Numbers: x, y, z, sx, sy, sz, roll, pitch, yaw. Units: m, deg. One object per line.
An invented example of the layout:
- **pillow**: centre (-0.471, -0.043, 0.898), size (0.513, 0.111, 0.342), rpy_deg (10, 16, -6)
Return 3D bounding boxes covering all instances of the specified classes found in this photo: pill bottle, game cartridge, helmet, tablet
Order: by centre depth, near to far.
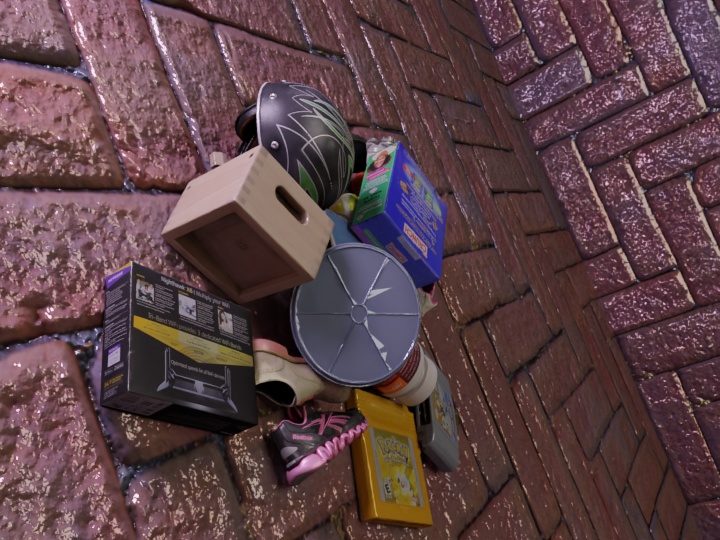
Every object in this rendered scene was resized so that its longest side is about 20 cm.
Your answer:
- **helmet**: centre (-0.101, -0.176, 1.070), size (0.199, 0.189, 0.203), rpy_deg (29, 47, -37)
- **tablet**: centre (0.000, 0.000, 1.142), size (0.129, 0.014, 0.203), rpy_deg (25, 39, -49)
- **game cartridge**: centre (0.048, 0.306, 1.167), size (0.175, 0.032, 0.203), rpy_deg (29, 46, -49)
- **pill bottle**: centre (0.038, 0.141, 1.198), size (0.200, 0.108, 0.111), rpy_deg (42, 36, -36)
- **game cartridge**: centre (0.139, 0.259, 1.333), size (0.133, 0.041, 0.202), rpy_deg (47, 29, -41)

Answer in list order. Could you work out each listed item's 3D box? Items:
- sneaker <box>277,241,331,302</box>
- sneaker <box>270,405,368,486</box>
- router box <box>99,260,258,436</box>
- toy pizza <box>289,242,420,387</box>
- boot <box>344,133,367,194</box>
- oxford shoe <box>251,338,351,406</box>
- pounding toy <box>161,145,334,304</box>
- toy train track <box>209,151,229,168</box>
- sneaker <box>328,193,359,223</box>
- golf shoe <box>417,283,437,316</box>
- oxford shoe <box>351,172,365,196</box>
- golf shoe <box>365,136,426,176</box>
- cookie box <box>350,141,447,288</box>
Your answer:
- **sneaker**: centre (-0.089, -0.018, 1.161), size (0.077, 0.079, 0.200), rpy_deg (35, 35, 6)
- **sneaker**: centre (-0.059, 0.222, 1.020), size (0.096, 0.079, 0.199), rpy_deg (51, 23, 10)
- **router box**: centre (-0.211, 0.099, 0.862), size (0.199, 0.052, 0.160), rpy_deg (30, 43, -47)
- **toy pizza**: centre (-0.007, 0.063, 1.028), size (0.196, 0.032, 0.205), rpy_deg (3, 82, -20)
- **boot**: centre (-0.034, -0.176, 1.354), size (0.209, 0.079, 0.160), rpy_deg (4, 57, -47)
- **oxford shoe**: centre (-0.089, 0.162, 1.004), size (0.198, 0.071, 0.075), rpy_deg (25, 40, -36)
- **pounding toy**: centre (-0.141, -0.054, 0.998), size (0.200, 0.182, 0.144), rpy_deg (45, 46, -31)
- **toy train track**: centre (-0.160, -0.149, 1.168), size (0.199, 0.032, 0.117), rpy_deg (22, 50, -51)
- **sneaker**: centre (-0.005, -0.084, 1.303), size (0.199, 0.104, 0.077), rpy_deg (20, 53, -51)
- **golf shoe**: centre (0.114, 0.015, 1.451), size (0.075, 0.091, 0.203), rpy_deg (38, 37, -37)
- **oxford shoe**: centre (0.018, -0.130, 1.448), size (0.202, 0.070, 0.073), rpy_deg (-89, 176, -50)
- **golf shoe**: centre (0.065, -0.176, 1.421), size (0.199, 0.077, 0.099), rpy_deg (33, 61, -50)
- **cookie box**: centre (0.073, -0.095, 1.257), size (0.171, 0.074, 0.202), rpy_deg (48, 34, -29)
